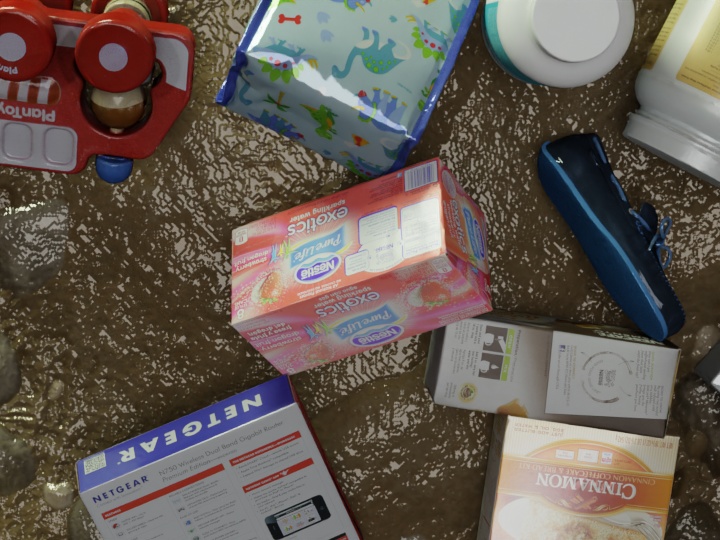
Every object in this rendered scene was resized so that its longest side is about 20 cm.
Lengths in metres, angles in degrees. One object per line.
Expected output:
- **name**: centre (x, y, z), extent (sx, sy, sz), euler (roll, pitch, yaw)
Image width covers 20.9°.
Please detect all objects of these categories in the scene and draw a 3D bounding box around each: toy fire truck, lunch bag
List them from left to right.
- **toy fire truck**: centre (-0.241, -0.157, 1.640), extent (0.199, 0.112, 0.169), euler (7, 120, -3)
- **lunch bag**: centre (-0.004, -0.197, 1.628), extent (0.169, 0.127, 0.201), euler (26, 66, -5)

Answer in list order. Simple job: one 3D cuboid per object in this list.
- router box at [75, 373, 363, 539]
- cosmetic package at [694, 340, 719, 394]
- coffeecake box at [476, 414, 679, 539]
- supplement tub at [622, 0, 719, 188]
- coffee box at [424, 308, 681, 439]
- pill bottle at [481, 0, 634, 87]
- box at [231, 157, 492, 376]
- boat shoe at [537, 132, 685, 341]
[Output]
- **router box**: centre (-0.117, 0.205, 1.670), extent (0.199, 0.049, 0.180), euler (-22, 120, 0)
- **cosmetic package**: centre (0.398, 0.049, 1.696), extent (0.101, 0.071, 0.200), euler (40, 94, -6)
- **coffeecake box**: centre (0.183, 0.226, 1.706), extent (0.152, 0.073, 0.201), euler (7, 97, -4)
- **supplement tub**: centre (0.318, -0.175, 1.631), extent (0.144, 0.145, 0.201), euler (27, 95, -5)
- **coffee box**: centre (0.161, 0.083, 1.668), extent (0.199, 0.114, 0.080), euler (9, 96, -3)
- **pill bottle**: centre (0.161, -0.205, 1.593), extent (0.110, 0.200, 0.112), euler (0, 97, -2)
- **box**: centre (0.000, 0.000, 1.611), extent (0.199, 0.103, 0.095), euler (-19, 140, 21)
- **boat shoe**: centre (0.225, -0.038, 1.650), extent (0.068, 0.084, 0.201), euler (-25, 75, -16)
